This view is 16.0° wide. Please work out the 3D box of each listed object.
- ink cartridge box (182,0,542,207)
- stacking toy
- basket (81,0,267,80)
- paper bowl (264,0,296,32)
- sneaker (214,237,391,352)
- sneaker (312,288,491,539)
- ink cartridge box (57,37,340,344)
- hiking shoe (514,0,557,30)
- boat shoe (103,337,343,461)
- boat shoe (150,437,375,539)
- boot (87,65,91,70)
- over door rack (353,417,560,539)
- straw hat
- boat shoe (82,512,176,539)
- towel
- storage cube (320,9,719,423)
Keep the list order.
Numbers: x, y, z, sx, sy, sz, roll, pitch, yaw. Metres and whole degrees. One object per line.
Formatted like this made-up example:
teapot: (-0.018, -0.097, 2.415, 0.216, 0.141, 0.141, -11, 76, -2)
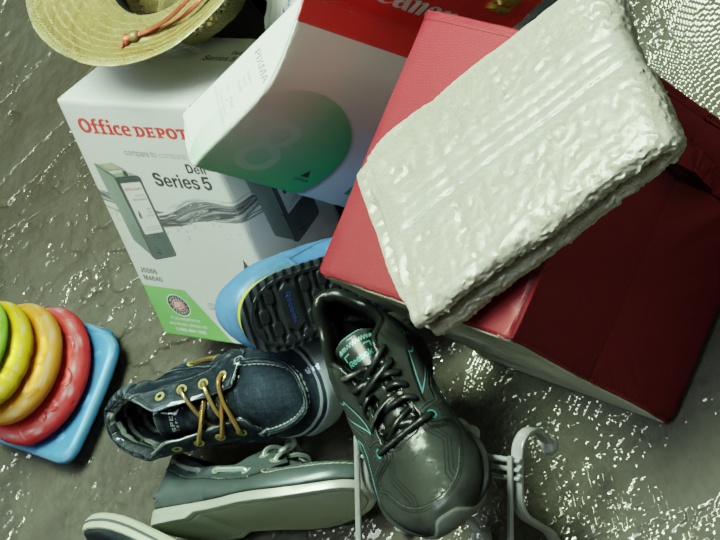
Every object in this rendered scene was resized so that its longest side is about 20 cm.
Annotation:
ink cartridge box: (0.008, -0.121, 1.612, 0.200, 0.161, 0.050, -40, 52, 34)
stacking toy: (-0.284, 0.056, 1.867, 0.116, 0.200, 0.110, 13, 78, 46)
basket: (-0.102, -0.153, 1.847, 0.200, 0.180, 0.136, -35, 20, 35)
paper bowl: (0.008, -0.218, 1.692, 0.104, 0.201, 0.201, 35, 95, 15)
sneaker: (0.000, 0.000, 1.673, 0.078, 0.200, 0.066, -153, 48, -69)
sneaker: (0.016, 0.085, 1.552, 0.075, 0.079, 0.200, -37, 38, 6)
ink cartridge box: (-0.100, -0.053, 1.746, 0.145, 0.200, 0.084, 6, 39, 45)
hiking shoe: (0.063, -0.119, 1.724, 0.200, 0.076, 0.101, -51, 48, 12)
boat shoe: (-0.092, 0.092, 1.716, 0.200, 0.091, 0.071, -15, 95, 57)
boat shoe: (-0.066, 0.140, 1.716, 0.200, 0.073, 0.062, -15, 60, 45)
boot: (-0.147, -0.236, 1.974, 0.073, 0.200, 0.156, 21, 43, 18)
over door rack: (0.054, 0.192, 1.589, 0.148, 0.067, 0.201, 4, 85, 46)
straw hat: (-0.122, -0.197, 1.698, 0.201, 0.085, 0.202, -18, 56, 27)
boat shoe: (-0.127, 0.217, 1.731, 0.200, 0.075, 0.062, 23, 80, 42)
towel: (0.089, -0.063, 1.456, 0.200, 0.034, 0.133, -36, 52, 24)
storage cube: (0.114, -0.034, 1.565, 0.200, 0.171, 0.180, 18, 83, 46)
